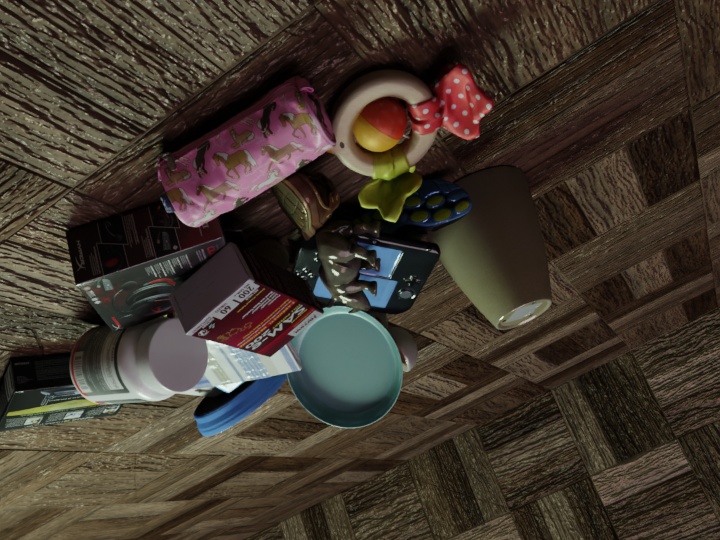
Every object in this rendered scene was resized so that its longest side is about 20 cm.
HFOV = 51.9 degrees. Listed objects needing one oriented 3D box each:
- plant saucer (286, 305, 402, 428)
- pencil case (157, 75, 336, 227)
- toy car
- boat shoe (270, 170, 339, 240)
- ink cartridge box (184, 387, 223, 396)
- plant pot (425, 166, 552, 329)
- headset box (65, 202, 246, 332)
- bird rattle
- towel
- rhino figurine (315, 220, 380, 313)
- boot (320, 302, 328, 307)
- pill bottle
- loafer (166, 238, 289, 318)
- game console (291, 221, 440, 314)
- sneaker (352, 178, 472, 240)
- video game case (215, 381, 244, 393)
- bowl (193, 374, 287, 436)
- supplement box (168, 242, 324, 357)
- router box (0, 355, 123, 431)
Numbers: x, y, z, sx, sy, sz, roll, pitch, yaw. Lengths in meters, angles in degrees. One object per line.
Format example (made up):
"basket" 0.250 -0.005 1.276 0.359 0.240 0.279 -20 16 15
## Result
"plant saucer" -0.025 0.152 1.186 0.198 0.202 0.027 -31 -177 20
"pencil case" -0.121 -0.125 0.784 0.197 0.084 0.086 -27 172 12
"toy car" -0.012 0.122 1.272 0.173 0.200 0.152 -34 136 -16
"boat shoe" -0.062 -0.090 0.895 0.067 0.072 0.200 -39 177 -4
"ink cartridge box" -0.221 0.141 1.266 0.198 0.069 0.115 -32 154 20
"plant pot" 0.209 -0.021 1.137 0.183 0.203 0.188 -17 156 -8
"headset box" -0.240 -0.013 0.920 0.196 0.076 0.149 -18 155 -9
"bird rattle" 0.045 -0.160 0.842 0.161 0.114 0.200 19 133 -33
"towel" -0.198 0.126 1.131 0.195 0.024 0.148 -12 139 11
"rhino figurine" -0.017 0.002 1.015 0.085 0.061 0.202 7 146 6
"boot" -0.116 0.043 1.164 0.106 0.076 0.200 -35 158 9
"pill bottle" -0.305 0.123 1.022 0.197 0.117 0.113 -11 167 40
"loafer" -0.187 0.027 1.033 0.198 0.069 0.076 -33 118 6
"game console" 0.000 0.000 1.079 0.195 0.032 0.178 10 148 -11
"sneaker" 0.071 -0.071 1.081 0.197 0.072 0.082 -24 158 21
"video game case" -0.236 0.112 1.149 0.142 0.018 0.199 -35 127 26
"bowl" -0.218 0.220 1.347 0.198 0.040 0.201 -33 -169 7
"supplement box" -0.140 0.044 0.951 0.108 0.061 0.199 -39 155 11
"router box" -0.465 0.190 1.177 0.197 0.053 0.157 -1 149 -39
